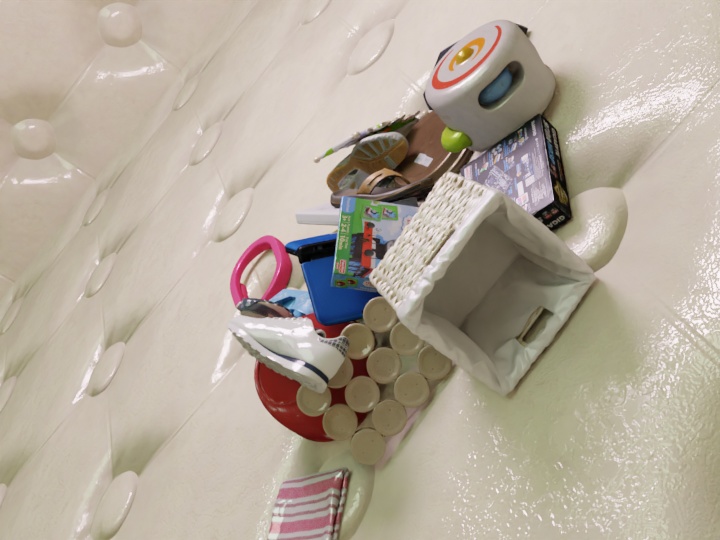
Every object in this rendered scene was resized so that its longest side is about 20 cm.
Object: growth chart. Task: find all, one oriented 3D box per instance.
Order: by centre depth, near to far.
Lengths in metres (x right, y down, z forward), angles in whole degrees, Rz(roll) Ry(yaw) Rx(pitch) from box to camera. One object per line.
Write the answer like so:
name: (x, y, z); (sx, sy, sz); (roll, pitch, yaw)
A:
growth chart: (0.023, -0.248, 1.684); (0.199, 0.018, 0.144); (-23, -1, -40)

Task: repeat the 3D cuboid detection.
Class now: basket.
basket: (0.146, 0.010, 1.176); (0.199, 0.200, 0.161); (-53, 28, 2)

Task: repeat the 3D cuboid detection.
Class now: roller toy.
roller toy: (0.199, -0.295, 1.448); (0.182, 0.140, 0.201); (-20, 36, 43)

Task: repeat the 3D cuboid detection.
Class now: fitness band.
fitness band: (-0.201, 0.008, 1.845); (0.144, 0.037, 0.200); (-48, 31, 12)

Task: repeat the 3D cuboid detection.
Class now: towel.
towel: (-0.088, 0.378, 1.309); (0.146, 0.030, 0.201); (-24, 42, 41)

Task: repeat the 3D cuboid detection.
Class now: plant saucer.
plant saucer: (0.126, -0.212, 1.603); (0.200, 0.029, 0.201); (-35, 36, 30)

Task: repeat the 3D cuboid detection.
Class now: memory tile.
memory tile: (0.018, 0.152, 1.281); (0.200, 0.153, 0.017); (-51, -6, 0)

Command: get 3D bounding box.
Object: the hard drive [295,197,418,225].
hard drive: (-0.010, -0.104, 1.609); (0.131, 0.027, 0.199); (-17, 12, -30)

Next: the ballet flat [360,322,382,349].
ballet flat: (-0.036, 0.151, 1.448); (0.200, 0.072, 0.072); (-40, 32, 20)

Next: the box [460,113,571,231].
box: (0.221, -0.115, 1.346); (0.159, 0.046, 0.201); (-35, 35, 32)

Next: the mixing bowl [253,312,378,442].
mixing bowl: (-0.083, 0.154, 1.366); (0.199, 0.108, 0.202); (-5, 80, 31)

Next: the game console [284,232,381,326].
game console: (0.000, 0.000, 1.426); (0.171, 0.198, 0.119); (-164, 64, -73)

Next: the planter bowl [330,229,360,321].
planter bowl: (-0.021, -0.013, 1.556); (0.200, 0.083, 0.201); (-36, 34, 29)

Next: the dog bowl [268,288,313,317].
dog bowl: (-0.088, 0.081, 1.539); (0.050, 0.112, 0.199); (-51, 27, -22)

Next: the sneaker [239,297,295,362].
sneaker: (-0.140, 0.118, 1.491); (0.077, 0.200, 0.087); (5, 58, 30)

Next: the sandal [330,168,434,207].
sandal: (0.030, -0.144, 1.557); (0.199, 0.055, 0.081); (-1, 14, 40)

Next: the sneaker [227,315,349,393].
sneaker: (-0.103, 0.100, 1.291); (0.199, 0.076, 0.081); (23, 72, 35)

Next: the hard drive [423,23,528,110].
hard drive: (0.198, -0.364, 1.638); (0.199, 0.042, 0.136); (-10, 52, 52)

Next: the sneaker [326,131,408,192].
sneaker: (0.018, -0.208, 1.669); (0.199, 0.076, 0.088); (-26, 18, 44)

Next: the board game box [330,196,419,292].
board game box: (0.062, -0.031, 1.355); (0.037, 0.198, 0.152); (104, 173, -51)
